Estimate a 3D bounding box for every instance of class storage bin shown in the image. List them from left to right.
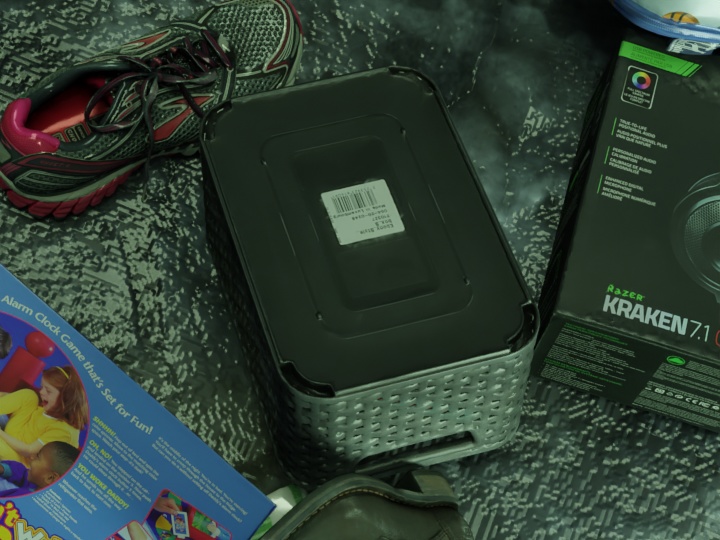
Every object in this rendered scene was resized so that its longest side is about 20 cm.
[{"bbox_3d":[0.000,0.000,0.914,0.134,0.094,0.201,-13,56,-12],"label":"storage bin"}]

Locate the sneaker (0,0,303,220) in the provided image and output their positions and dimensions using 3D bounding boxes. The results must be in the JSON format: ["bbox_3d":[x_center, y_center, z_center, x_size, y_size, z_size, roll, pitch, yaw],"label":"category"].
[{"bbox_3d":[-0.115,-0.100,0.978,0.200,0.075,0.081,-34,74,-20],"label":"sneaker"}]

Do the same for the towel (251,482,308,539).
[{"bbox_3d":[-0.085,0.211,0.872,0.199,0.023,0.153,-25,72,-16],"label":"towel"}]

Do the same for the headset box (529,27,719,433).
[{"bbox_3d":[0.202,-0.021,0.969,0.173,0.093,0.201,18,65,1],"label":"headset box"}]

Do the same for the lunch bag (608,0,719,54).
[{"bbox_3d":[0.206,-0.189,1.003,0.159,0.076,0.200,5,32,-21],"label":"lunch bag"}]

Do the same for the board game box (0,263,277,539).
[{"bbox_3d":[-0.156,0.099,0.830,0.200,0.045,0.135,41,44,1],"label":"board game box"}]

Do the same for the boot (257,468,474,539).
[{"bbox_3d":[0.036,0.185,0.831,0.200,0.069,0.175,-4,55,-53],"label":"boot"}]
